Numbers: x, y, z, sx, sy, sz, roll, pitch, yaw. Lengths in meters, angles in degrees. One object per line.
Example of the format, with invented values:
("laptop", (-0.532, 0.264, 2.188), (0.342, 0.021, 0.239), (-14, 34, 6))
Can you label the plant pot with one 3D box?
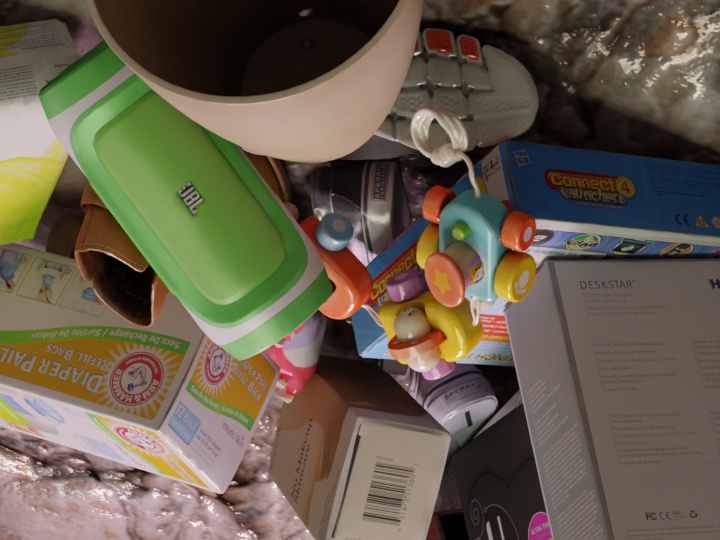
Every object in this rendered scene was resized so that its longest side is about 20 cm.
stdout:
("plant pot", (-0.041, -0.141, 1.376), (0.187, 0.188, 0.200), (3, 161, 11))

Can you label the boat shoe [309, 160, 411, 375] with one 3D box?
("boat shoe", (0.000, 0.000, 1.656), (0.068, 0.072, 0.200), (2, 144, 9))

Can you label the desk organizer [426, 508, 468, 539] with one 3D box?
("desk organizer", (0.137, 0.213, 1.799), (0.200, 0.072, 0.077), (-5, 152, -24))

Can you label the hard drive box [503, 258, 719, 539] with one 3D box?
("hard drive box", (0.190, 0.097, 1.498), (0.156, 0.200, 0.077), (0, 154, -21))

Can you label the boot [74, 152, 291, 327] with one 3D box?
("boot", (-0.115, -0.032, 1.556), (0.077, 0.155, 0.200), (-6, 148, 22))

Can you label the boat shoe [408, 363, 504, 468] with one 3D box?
("boat shoe", (0.071, 0.097, 1.795), (0.073, 0.067, 0.200), (-23, 161, -9))

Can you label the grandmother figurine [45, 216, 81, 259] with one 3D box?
("grandmother figurine", (-0.133, 0.029, 1.756), (0.121, 0.061, 0.200), (17, 164, 47))

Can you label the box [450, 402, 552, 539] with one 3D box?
("box", (0.185, 0.150, 1.609), (0.200, 0.125, 0.149), (-3, 161, -24))

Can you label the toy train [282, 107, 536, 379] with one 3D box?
("toy train", (0.018, -0.005, 1.470), (0.150, 0.056, 0.200), (49, 139, 2))

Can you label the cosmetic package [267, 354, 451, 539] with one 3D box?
("cosmetic package", (-0.004, 0.132, 1.733), (0.071, 0.105, 0.200), (12, -173, -16))

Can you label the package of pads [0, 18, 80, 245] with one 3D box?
("package of pads", (-0.264, -0.077, 1.560), (0.154, 0.068, 0.200), (-13, 157, -26))

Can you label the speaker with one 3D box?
("speaker", (-0.104, -0.047, 1.446), (0.088, 0.088, 0.200), (-27, 104, 43))

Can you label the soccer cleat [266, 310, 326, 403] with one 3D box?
("soccer cleat", (-0.056, 0.023, 1.682), (0.067, 0.077, 0.200), (19, 156, 12))

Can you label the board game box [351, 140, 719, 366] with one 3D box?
("board game box", (0.125, -0.004, 1.562), (0.200, 0.056, 0.196), (5, 151, -32))

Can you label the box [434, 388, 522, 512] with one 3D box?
("box", (0.159, 0.134, 1.786), (0.158, 0.048, 0.200), (-4, 154, -26))

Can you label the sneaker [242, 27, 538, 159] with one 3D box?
("sneaker", (0.018, -0.104, 1.513), (0.200, 0.077, 0.082), (1, 172, 17))

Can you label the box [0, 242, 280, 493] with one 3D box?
("box", (-0.174, 0.064, 1.659), (0.200, 0.101, 0.113), (14, 158, 28))
